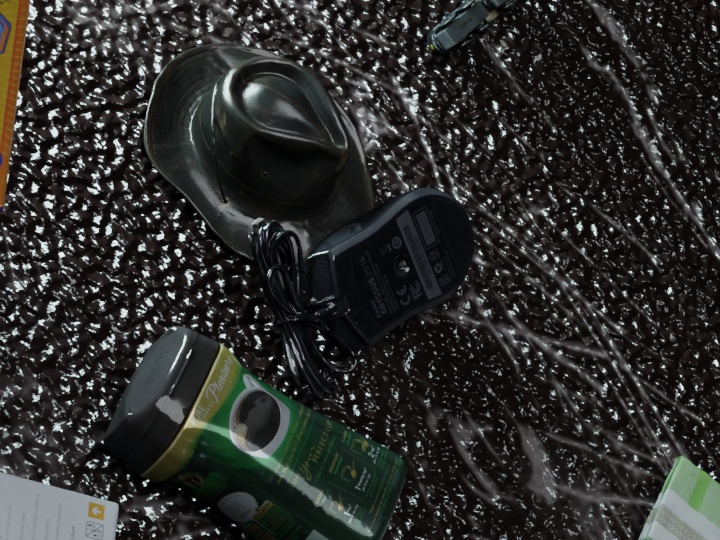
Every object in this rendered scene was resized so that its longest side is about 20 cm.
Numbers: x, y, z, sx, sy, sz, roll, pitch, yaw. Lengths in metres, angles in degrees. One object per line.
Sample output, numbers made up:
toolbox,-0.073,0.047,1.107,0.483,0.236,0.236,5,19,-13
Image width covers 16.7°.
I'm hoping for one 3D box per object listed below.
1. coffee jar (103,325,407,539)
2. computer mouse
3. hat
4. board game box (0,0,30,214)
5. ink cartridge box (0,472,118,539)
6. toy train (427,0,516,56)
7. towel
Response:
coffee jar,-0.074,0.127,1.688,0.200,0.085,0.104,34,52,-11
computer mouse,0.000,0.000,1.827,0.200,0.053,0.139,-27,103,-36
hat,-0.058,-0.104,1.843,0.200,0.081,0.201,16,54,-24
board game box,-0.346,-0.101,1.584,0.200,0.200,0.200,17,54,-22
ink cartridge box,-0.257,0.214,1.548,0.200,0.043,0.199,19,53,-22
toy train,0.119,-0.234,2.058,0.034,0.046,0.200,54,51,-8
towel,0.261,0.254,1.861,0.149,0.031,0.200,40,47,-8
